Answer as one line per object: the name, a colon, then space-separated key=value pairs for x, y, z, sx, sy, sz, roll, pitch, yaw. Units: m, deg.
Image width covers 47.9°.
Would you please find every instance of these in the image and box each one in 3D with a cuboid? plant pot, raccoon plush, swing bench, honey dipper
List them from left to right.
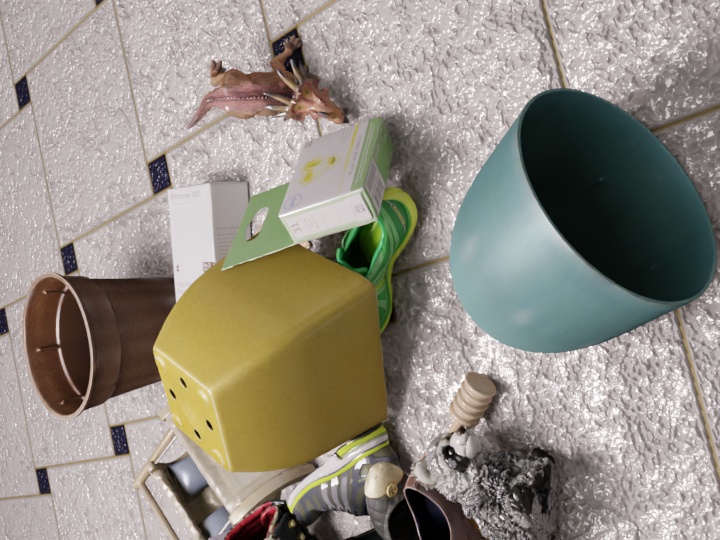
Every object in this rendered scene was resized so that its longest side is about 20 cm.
plant pot: x=-0.353 y=0.096 z=1.181 sx=0.198 sy=0.197 sz=0.204 roll=6 pitch=98 yaw=42
swing bench: x=-0.190 y=0.279 z=1.099 sx=0.199 sy=0.129 sz=0.202 roll=44 pitch=123 yaw=32
plant pot: x=-0.109 y=0.104 z=0.898 sx=0.194 sy=0.199 sz=0.197 roll=26 pitch=135 yaw=39
honey dipper: x=0.091 y=0.199 z=0.892 sx=0.038 sy=0.038 sz=0.202 roll=42 pitch=123 yaw=31
raccoon plush: x=0.122 y=0.253 z=0.812 sx=0.132 sy=0.096 sz=0.204 roll=3 pitch=97 yaw=31
plant pot: x=0.169 y=-0.024 z=0.693 sx=0.161 sy=0.198 sz=0.203 roll=-47 pitch=64 yaw=49

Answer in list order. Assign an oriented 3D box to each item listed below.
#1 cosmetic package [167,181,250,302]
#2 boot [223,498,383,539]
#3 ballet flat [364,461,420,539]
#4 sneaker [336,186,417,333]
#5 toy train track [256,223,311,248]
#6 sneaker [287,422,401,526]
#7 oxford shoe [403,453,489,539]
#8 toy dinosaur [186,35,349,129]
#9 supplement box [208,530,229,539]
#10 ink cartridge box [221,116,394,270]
cosmetic package: x=-0.204 y=-0.017 z=1.114 sx=0.101 sy=0.073 sz=0.204 roll=-2 pitch=95 yaw=42
boot: x=-0.042 y=0.310 z=0.900 sx=0.155 sy=0.202 sz=0.074 roll=63 pitch=172 yaw=-28
ballet flat: x=0.062 y=0.296 z=0.886 sx=0.057 sy=0.066 sz=0.202 roll=4 pitch=122 yaw=65
sneaker: x=0.000 y=0.000 z=0.917 sx=0.074 sy=0.083 sz=0.203 roll=33 pitch=121 yaw=35
toy train track: x=-0.093 y=0.028 z=1.042 sx=0.115 sy=0.032 sz=0.202 roll=-40 pitch=69 yaw=38
sneaker: x=-0.020 y=0.268 z=0.982 sx=0.081 sy=0.073 sz=0.200 roll=55 pitch=129 yaw=18
oxford shoe: x=0.101 y=0.298 z=0.857 sx=0.071 sy=0.073 sz=0.202 roll=-30 pitch=89 yaw=37
toy dinosaur: x=-0.121 y=-0.209 z=0.963 sx=0.136 sy=0.197 sz=0.087 roll=-104 pitch=2 yaw=-60
supplement box: x=-0.139 y=0.405 z=1.040 sx=0.061 sy=0.107 sz=0.202 roll=52 pitch=145 yaw=40
ink cartridge box: x=-0.065 y=-0.086 z=0.896 sx=0.197 sy=0.147 sz=0.048 roll=-15 pitch=126 yaw=22
